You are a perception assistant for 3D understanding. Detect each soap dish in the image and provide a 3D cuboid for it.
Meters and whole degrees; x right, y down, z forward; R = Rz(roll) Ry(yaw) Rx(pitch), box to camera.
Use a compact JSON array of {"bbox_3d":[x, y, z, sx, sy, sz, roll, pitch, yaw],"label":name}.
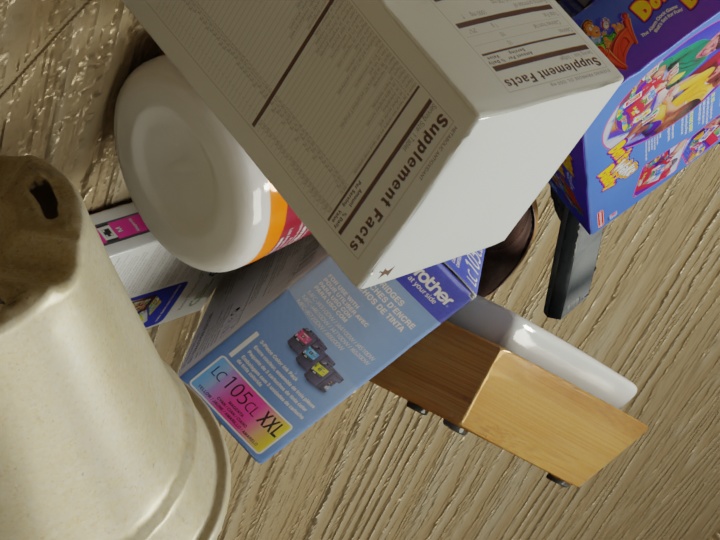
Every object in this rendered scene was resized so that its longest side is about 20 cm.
[{"bbox_3d":[0.065,0.061,1.459,0.157,0.200,0.082,29,87,-43],"label":"soap dish"}]

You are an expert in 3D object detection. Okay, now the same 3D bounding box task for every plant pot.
[{"bbox_3d":[-0.175,0.051,1.064,0.200,0.200,0.184,-33,138,-20],"label":"plant pot"}]

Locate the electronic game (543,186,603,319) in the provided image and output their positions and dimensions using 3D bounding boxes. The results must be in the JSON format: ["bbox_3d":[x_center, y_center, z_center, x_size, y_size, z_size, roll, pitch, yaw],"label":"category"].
[{"bbox_3d":[0.146,-0.067,1.487,0.200,0.041,0.201,11,90,-85],"label":"electronic game"}]

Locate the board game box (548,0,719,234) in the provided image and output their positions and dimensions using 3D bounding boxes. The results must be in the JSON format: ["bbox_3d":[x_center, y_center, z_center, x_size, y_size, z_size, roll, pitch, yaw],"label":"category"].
[{"bbox_3d":[0.162,-0.104,1.222,0.134,0.045,0.200,-36,162,-5],"label":"board game box"}]

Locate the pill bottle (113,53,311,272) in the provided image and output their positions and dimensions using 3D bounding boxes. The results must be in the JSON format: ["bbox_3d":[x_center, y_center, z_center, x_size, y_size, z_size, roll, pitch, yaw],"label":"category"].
[{"bbox_3d":[-0.019,-0.084,1.171,0.199,0.113,0.113,-27,158,-36],"label":"pill bottle"}]

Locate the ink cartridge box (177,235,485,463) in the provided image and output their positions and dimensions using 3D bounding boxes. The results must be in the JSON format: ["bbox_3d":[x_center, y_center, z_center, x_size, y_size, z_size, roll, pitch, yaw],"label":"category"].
[{"bbox_3d":[0.000,0.000,1.282,0.200,0.076,0.137,-40,-166,24],"label":"ink cartridge box"}]

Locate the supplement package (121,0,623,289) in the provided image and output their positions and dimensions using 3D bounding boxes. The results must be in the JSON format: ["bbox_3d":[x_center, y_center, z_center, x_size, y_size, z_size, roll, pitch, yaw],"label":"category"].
[{"bbox_3d":[-0.002,-0.109,1.011,0.109,0.200,0.114,-18,152,-47],"label":"supplement package"}]

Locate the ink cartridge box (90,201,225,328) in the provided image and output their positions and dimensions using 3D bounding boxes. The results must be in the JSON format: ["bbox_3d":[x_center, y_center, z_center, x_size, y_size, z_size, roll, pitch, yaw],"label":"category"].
[{"bbox_3d":[-0.145,0.007,1.257,0.199,0.037,0.095,-23,156,-48],"label":"ink cartridge box"}]

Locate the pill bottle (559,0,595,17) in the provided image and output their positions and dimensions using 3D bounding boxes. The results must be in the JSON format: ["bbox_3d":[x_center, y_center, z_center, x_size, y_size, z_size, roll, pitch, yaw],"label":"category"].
[{"bbox_3d":[0.154,-0.175,1.300,0.112,0.112,0.200,-16,150,-51],"label":"pill bottle"}]

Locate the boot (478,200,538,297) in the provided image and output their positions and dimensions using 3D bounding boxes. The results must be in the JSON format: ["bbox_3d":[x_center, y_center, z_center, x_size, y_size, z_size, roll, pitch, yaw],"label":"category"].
[{"bbox_3d":[0.064,-0.040,1.452,0.166,0.072,0.201,-42,155,-54],"label":"boot"}]

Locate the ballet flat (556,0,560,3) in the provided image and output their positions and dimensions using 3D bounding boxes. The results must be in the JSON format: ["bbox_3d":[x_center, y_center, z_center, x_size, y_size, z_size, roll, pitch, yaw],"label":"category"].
[{"bbox_3d":[0.092,-0.163,1.176,0.072,0.068,0.200,-22,-165,27],"label":"ballet flat"}]
